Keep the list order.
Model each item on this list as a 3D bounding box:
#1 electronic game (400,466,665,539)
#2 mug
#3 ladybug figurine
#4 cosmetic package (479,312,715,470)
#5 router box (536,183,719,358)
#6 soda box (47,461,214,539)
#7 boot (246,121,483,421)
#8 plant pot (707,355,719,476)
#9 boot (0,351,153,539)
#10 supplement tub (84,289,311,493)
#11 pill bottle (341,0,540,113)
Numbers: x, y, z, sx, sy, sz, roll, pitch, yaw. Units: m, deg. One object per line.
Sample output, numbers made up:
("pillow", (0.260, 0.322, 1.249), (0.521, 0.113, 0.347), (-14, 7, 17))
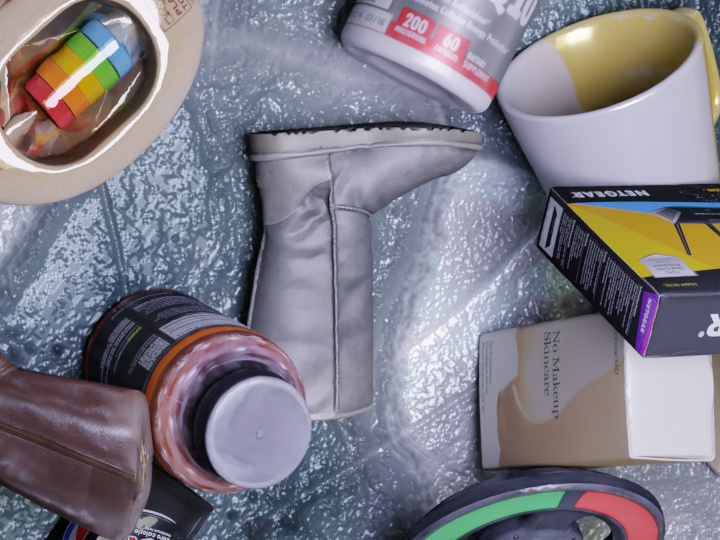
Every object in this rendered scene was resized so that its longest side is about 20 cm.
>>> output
("electronic game", (0.121, 0.200, 1.551), (0.198, 0.042, 0.201), (-7, 145, -5))
("mug", (0.205, -0.092, 1.542), (0.186, 0.149, 0.154), (-28, 118, -11))
("ladybug figurine", (-0.187, -0.128, 1.384), (0.200, 0.072, 0.136), (-40, 113, -13))
("cosmetic package", (0.161, 0.086, 1.509), (0.071, 0.200, 0.106), (3, 81, -26))
("router box", (0.238, -0.003, 1.435), (0.199, 0.149, 0.051), (-2, 120, -26))
("soda box", (-0.186, 0.218, 1.452), (0.063, 0.071, 0.201), (37, 83, -27))
("boot", (0.001, 0.000, 1.499), (0.180, 0.073, 0.202), (-5, 96, -10))
("plant pot", (0.340, 0.046, 1.595), (0.200, 0.199, 0.178), (49, 63, -38))
("boot", (-0.203, 0.057, 1.344), (0.064, 0.199, 0.188), (-20, 121, -55))
("supplement tub", (-0.102, 0.081, 1.394), (0.106, 0.200, 0.108), (-5, 103, -24))
("pill bottle", (0.078, -0.219, 1.468), (0.113, 0.114, 0.201), (27, 88, -27))
